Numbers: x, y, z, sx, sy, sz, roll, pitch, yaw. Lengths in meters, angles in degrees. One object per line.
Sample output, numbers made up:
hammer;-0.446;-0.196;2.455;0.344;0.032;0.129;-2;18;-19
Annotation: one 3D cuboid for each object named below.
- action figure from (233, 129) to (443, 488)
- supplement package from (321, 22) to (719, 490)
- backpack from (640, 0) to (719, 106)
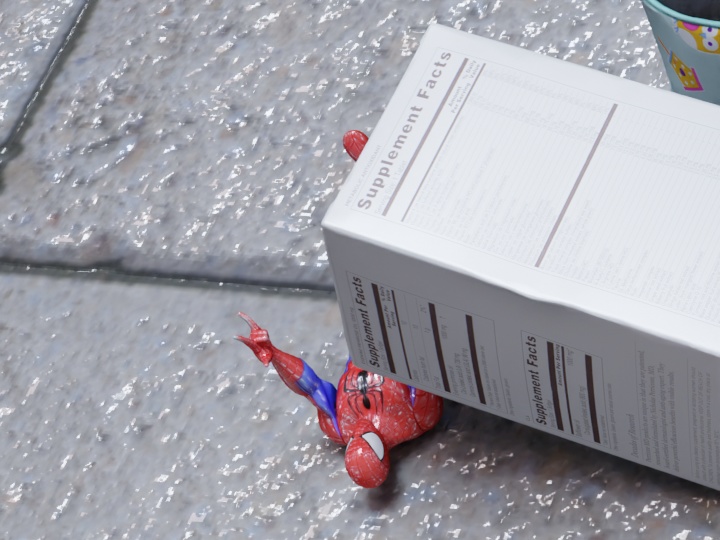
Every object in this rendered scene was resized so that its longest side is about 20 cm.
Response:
action figure;0.000;0.000;1.209;0.065;0.099;0.200;-14;49;22
supplement package;0.101;-0.002;1.094;0.200;0.110;0.114;19;61;19
backpack;0.219;-0.120;1.138;0.199;0.153;0.176;8;54;24
